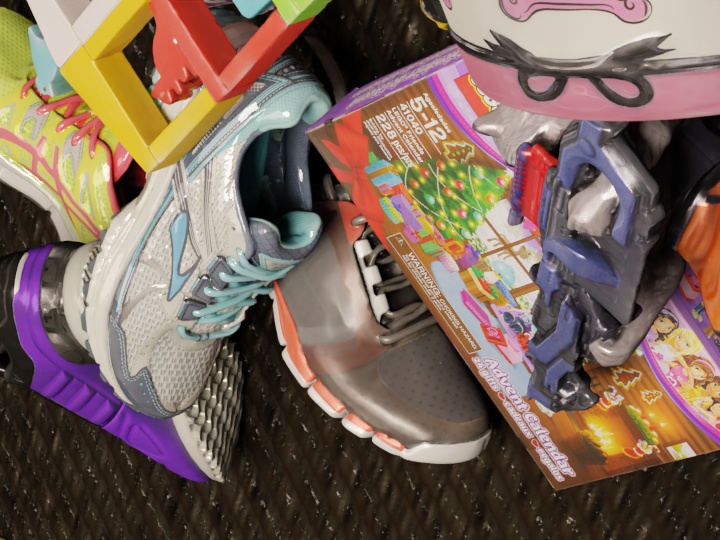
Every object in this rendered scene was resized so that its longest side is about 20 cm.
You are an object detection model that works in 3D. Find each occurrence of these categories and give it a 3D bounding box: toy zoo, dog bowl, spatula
[{"bbox_3d":[-0.086,-0.131,1.141,0.131,0.020,0.200,57,135,9],"label":"toy zoo"},{"bbox_3d":[0.117,-0.113,0.952,0.200,0.200,0.074,12,119,46],"label":"dog bowl"},{"bbox_3d":[-0.018,-0.094,1.249,0.021,0.056,0.200,-47,60,22],"label":"spatula"}]

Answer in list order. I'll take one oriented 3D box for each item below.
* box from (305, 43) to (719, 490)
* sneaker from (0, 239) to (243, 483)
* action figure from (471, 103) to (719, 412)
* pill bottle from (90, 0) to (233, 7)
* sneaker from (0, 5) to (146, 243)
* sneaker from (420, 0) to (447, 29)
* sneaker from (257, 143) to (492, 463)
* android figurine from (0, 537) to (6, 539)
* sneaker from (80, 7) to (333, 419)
[{"bbox_3d":[0.080,-0.005,1.128,0.137,0.039,0.200,-22,108,52],"label":"box"},{"bbox_3d":[-0.131,0.044,1.343,0.099,0.070,0.200,-2,148,23],"label":"sneaker"},{"bbox_3d":[0.129,-0.007,1.025,0.193,0.105,0.200,35,152,9],"label":"action figure"},{"bbox_3d":[-0.087,-0.173,1.221,0.200,0.112,0.113,-4,104,45],"label":"pill bottle"},{"bbox_3d":[-0.137,-0.065,1.378,0.200,0.078,0.090,52,140,3],"label":"sneaker"},{"bbox_3d":[0.037,-0.149,1.132,0.200,0.070,0.090,50,135,19],"label":"sneaker"},{"bbox_3d":[0.000,0.000,1.245,0.200,0.077,0.082,52,132,19],"label":"sneaker"},{"bbox_3d":[-0.224,0.246,1.648,0.182,0.041,0.200,-26,88,52],"label":"android figurine"},{"bbox_3d":[-0.066,-0.013,1.216,0.086,0.078,0.200,30,120,31],"label":"sneaker"}]
